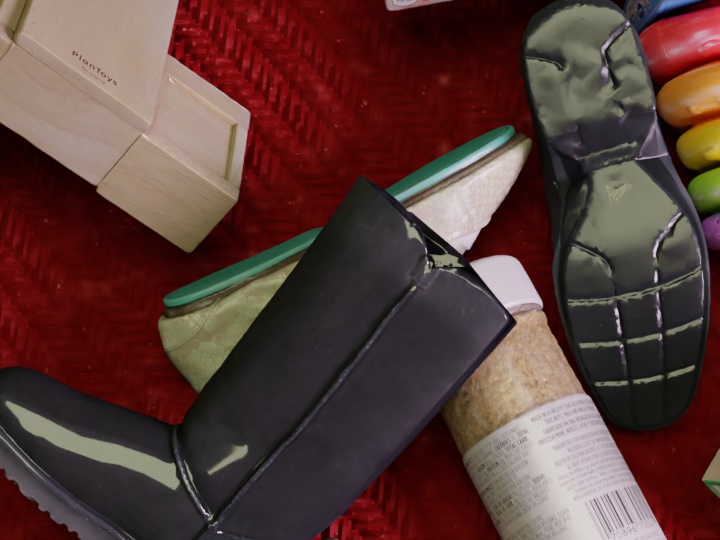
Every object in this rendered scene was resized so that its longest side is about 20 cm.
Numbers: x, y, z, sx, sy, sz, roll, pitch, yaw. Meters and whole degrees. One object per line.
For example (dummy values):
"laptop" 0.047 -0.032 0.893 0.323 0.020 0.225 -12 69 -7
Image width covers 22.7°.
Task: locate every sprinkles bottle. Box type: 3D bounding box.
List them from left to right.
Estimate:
"sprinkles bottle" 0.086 0.094 0.804 0.068 0.068 0.201 -24 72 -7

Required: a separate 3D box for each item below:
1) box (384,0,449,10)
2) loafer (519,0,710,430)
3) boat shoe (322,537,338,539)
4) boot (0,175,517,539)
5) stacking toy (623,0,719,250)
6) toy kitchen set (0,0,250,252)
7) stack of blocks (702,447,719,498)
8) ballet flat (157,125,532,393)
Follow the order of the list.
"box" 0.100 -0.201 0.856 0.198 0.101 0.096 -8 29 11
"loafer" 0.121 -0.027 0.846 0.072 0.072 0.202 -8 91 6
"boat shoe" -0.028 0.215 0.768 0.064 0.072 0.202 26 59 -15
"boot" -0.053 0.039 0.783 0.165 0.066 0.200 41 103 -5
"stacking toy" 0.193 -0.045 0.846 0.108 0.116 0.202 -7 84 -5
"toy kitchen set" -0.181 -0.079 0.883 0.199 0.180 0.164 34 29 -20
"stack of blocks" 0.251 0.047 0.795 0.115 0.058 0.201 40 72 -20
"ballet flat" 0.000 0.000 0.853 0.199 0.067 0.063 -27 98 -4
